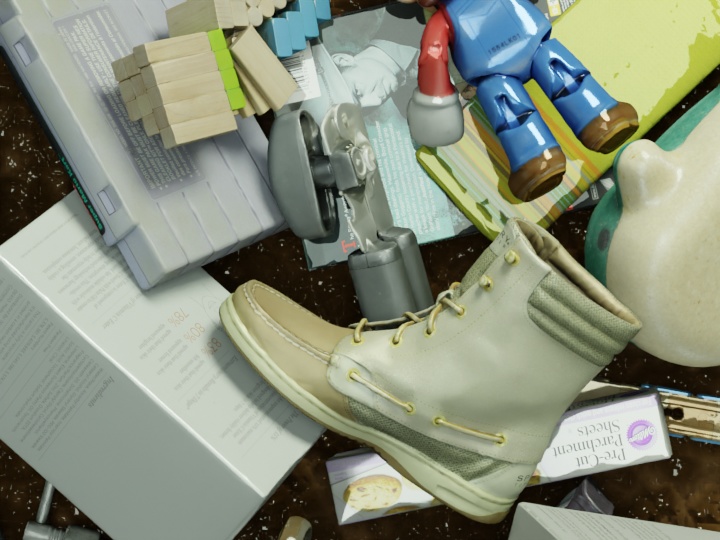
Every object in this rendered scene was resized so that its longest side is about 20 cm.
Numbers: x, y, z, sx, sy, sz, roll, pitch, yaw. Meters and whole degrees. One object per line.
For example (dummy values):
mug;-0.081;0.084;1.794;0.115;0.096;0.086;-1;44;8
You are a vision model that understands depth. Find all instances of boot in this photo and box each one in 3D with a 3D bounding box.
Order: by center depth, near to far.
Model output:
boot;0.037;0.028;1.303;0.199;0.072;0.155;34;111;-4

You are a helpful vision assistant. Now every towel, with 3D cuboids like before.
towel;0.131;-0.104;1.380;0.200;0.018;0.086;-43;92;0

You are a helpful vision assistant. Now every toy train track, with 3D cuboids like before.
toy train track;0.222;0.088;1.390;0.199;0.033;0.115;9;97;7

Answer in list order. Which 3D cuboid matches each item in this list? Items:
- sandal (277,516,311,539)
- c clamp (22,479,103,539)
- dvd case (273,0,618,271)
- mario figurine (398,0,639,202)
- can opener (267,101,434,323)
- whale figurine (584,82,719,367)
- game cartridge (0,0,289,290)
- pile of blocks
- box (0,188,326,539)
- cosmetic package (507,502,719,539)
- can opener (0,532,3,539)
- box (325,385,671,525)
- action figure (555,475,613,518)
sandal;-0.025;0.233;1.345;0.054;0.082;0.201;-1;103;7
c clamp;-0.114;0.201;1.396;0.199;0.027;0.172;20;91;1
dvd case;0.050;-0.091;1.399;0.199;0.022;0.147;-13;89;0
mario figurine;0.077;-0.142;1.353;0.123;0.106;0.201;-25;80;-32
can opener;0.000;0.000;1.371;0.067;0.053;0.201;-10;103;25
whale figurine;0.198;-0.048;1.345;0.158;0.104;0.201;14;98;-32
game cartridge;-0.127;-0.095;1.354;0.129;0.038;0.201;-25;84;-42
pile of blocks;-0.074;-0.134;1.361;0.082;0.062;0.200;54;51;-18
box;-0.126;0.062;1.336;0.200;0.124;0.098;42;122;2
cosmetic package;0.177;0.203;1.318;0.199;0.085;0.108;12;102;-23
can opener;-0.210;0.198;1.349;0.067;0.053;0.200;-41;63;-3
box;0.080;0.108;1.375;0.199;0.039;0.042;-12;92;9
action figure;0.080;0.210;1.375;0.200;0.069;0.130;-40;96;5
